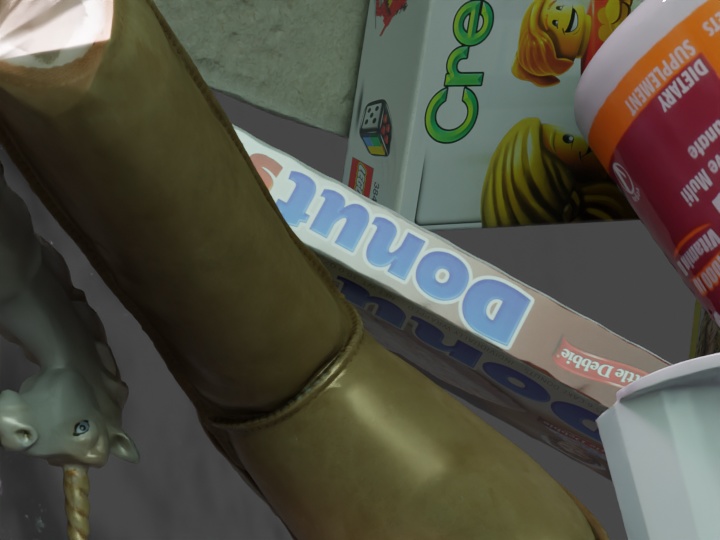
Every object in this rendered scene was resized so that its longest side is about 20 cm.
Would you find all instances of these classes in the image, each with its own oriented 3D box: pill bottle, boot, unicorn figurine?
[{"bbox_3d":[0.156,0.002,0.827,0.109,0.110,0.200,-25,72,-29],"label":"pill bottle"},{"bbox_3d":[-0.029,0.007,0.748,0.066,0.200,0.175,-45,45,-14],"label":"boot"},{"bbox_3d":[-0.131,-0.015,0.809,0.074,0.137,0.200,-42,60,0],"label":"unicorn figurine"}]

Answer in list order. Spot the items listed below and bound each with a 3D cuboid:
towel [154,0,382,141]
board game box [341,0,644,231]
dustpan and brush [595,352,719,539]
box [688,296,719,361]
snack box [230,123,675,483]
[{"bbox_3d":[-0.006,-0.109,0.870,0.199,0.133,0.034,19,5,-40],"label":"towel"},{"bbox_3d":[0.066,-0.112,0.876,0.126,0.201,0.035,-4,22,-35],"label":"board game box"},{"bbox_3d":[0.169,0.071,0.731,0.199,0.057,0.140,-15,85,6],"label":"dustpan and brush"},{"bbox_3d":[0.151,-0.023,0.938,0.075,0.050,0.201,16,55,-8],"label":"box"},{"bbox_3d":[0.000,0.000,0.860,0.199,0.072,0.024,29,75,1],"label":"snack box"}]
